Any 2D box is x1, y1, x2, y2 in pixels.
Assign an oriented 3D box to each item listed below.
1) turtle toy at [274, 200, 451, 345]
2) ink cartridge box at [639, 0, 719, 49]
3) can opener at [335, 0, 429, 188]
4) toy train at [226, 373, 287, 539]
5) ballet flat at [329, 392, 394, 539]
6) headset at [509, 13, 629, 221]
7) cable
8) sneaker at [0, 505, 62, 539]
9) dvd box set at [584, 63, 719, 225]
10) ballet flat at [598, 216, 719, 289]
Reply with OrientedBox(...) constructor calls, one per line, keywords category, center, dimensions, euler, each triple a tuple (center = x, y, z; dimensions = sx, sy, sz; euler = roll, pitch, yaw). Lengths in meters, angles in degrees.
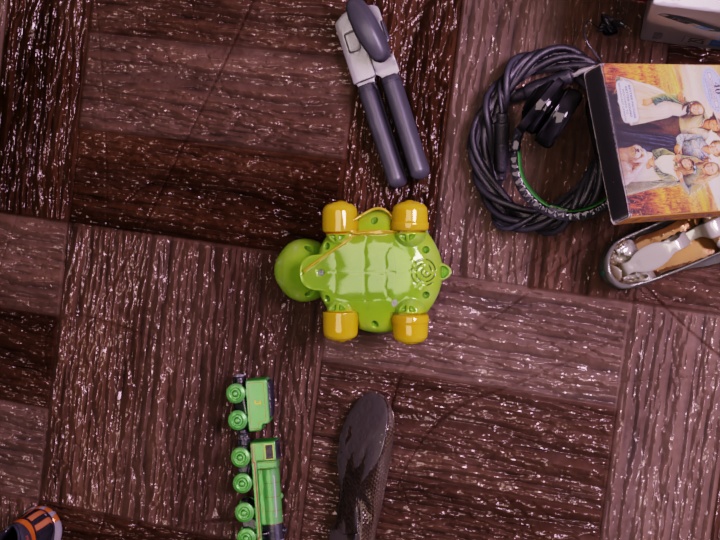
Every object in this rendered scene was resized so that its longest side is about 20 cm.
OrientedBox(category="turtle toy", center=(0.000, 0.000, 1.091), dimensions=(0.197, 0.101, 0.148), euler=(1, 92, 13))
OrientedBox(category="ink cartridge box", center=(0.278, -0.255, 0.970), dimensions=(0.174, 0.200, 0.045), euler=(12, 96, 12))
OrientedBox(category="can opener", center=(0.020, -0.191, 1.098), dimensions=(0.053, 0.067, 0.203), euler=(-18, 87, 13))
OrientedBox(category="toy train", center=(-0.117, 0.217, 1.158), dimensions=(0.055, 0.042, 0.203), euler=(-5, 91, 2))
OrientedBox(category="ballet flat", center=(0.006, 0.235, 1.130), dimensions=(0.067, 0.046, 0.203), euler=(7, 87, 44))
OrientedBox(category="headset", center=(0.220, -0.152, 1.020), dimensions=(0.122, 0.094, 0.203), euler=(15, 105, 11))
OrientedBox(category="cable", center=(0.190, -0.134, 1.070), dimensions=(0.162, 0.051, 0.201), euler=(37, 100, 9))
OrientedBox(category="sneaker", center=(-0.427, 0.373, 1.194), dimensions=(0.077, 0.112, 0.202), euler=(22, 96, 11))
OrientedBox(category="dvd box set", center=(0.310, -0.122, 0.974), dimensions=(0.197, 0.029, 0.149), euler=(-4, 81, -26))
OrientedBox(category="ballet flat", center=(0.336, -0.032, 1.033), dimensions=(0.198, 0.064, 0.068), euler=(-25, 86, 12))
